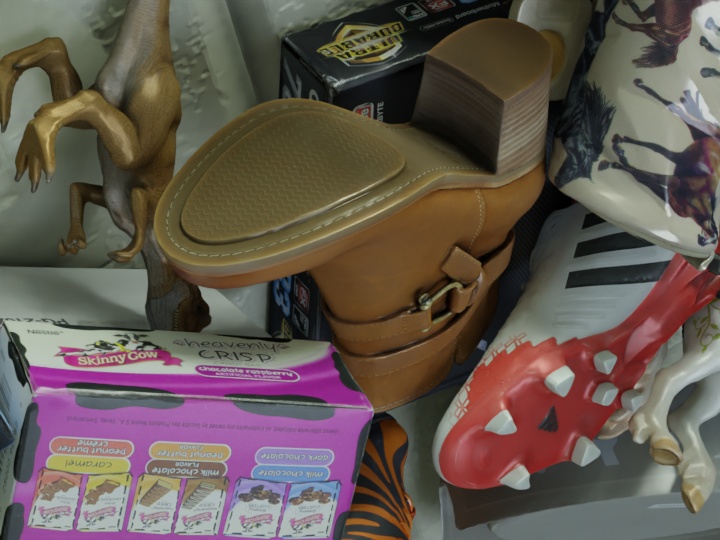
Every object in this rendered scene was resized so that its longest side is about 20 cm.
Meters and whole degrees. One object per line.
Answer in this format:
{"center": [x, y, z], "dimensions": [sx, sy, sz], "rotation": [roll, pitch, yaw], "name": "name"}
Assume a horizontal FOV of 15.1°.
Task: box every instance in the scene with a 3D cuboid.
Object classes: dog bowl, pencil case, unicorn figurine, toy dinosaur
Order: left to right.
{"center": [-0.090, -0.070, 1.055], "dimensions": [0.106, 0.060, 0.201], "rotation": [-4, 103, -37], "name": "toy dinosaur"}
{"center": [0.130, 0.097, 1.307], "dimensions": [0.199, 0.059, 0.200], "rotation": [-5, 166, -1], "name": "dog bowl"}
{"center": [0.142, -0.104, 1.111], "dimensions": [0.089, 0.078, 0.201], "rotation": [17, 98, -20], "name": "pencil case"}
{"center": [0.205, 0.055, 1.197], "dimensions": [0.074, 0.199, 0.138], "rotation": [111, 5, -55], "name": "unicorn figurine"}

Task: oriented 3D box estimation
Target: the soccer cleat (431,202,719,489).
{"center": [0.095, 0.017, 1.175], "dimensions": [0.200, 0.085, 0.069], "rotation": [-42, 139, -17], "name": "soccer cleat"}

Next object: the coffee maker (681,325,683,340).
{"center": [0.269, -0.013, 1.265], "dimensions": [0.199, 0.135, 0.192], "rotation": [13, 160, -6], "name": "coffee maker"}

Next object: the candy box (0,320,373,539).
{"center": [-0.085, 0.123, 1.053], "dimensions": [0.136, 0.061, 0.201], "rotation": [5, 114, -22], "name": "candy box"}

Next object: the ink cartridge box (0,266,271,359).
{"center": [-0.131, 0.102, 1.126], "dimensions": [0.144, 0.084, 0.201], "rotation": [1, 116, -38], "name": "ink cartridge box"}

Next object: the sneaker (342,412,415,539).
{"center": [0.011, 0.137, 1.207], "dimensions": [0.200, 0.112, 0.078], "rotation": [-55, 165, -58], "name": "sneaker"}

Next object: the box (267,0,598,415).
{"center": [0.055, -0.040, 1.208], "dimensions": [0.198, 0.050, 0.201], "rotation": [-20, 135, -27], "name": "box"}

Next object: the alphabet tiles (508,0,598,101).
{"center": [0.125, -0.163, 1.136], "dimensions": [0.199, 0.015, 0.197], "rotation": [2, 108, -35], "name": "alphabet tiles"}

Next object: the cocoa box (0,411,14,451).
{"center": [-0.249, 0.043, 0.954], "dimensions": [0.200, 0.133, 0.131], "rotation": [-35, 140, -10], "name": "cocoa box"}

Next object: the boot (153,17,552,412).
{"center": [0.000, 0.000, 1.092], "dimensions": [0.200, 0.074, 0.155], "rotation": [-26, 143, -31], "name": "boot"}
